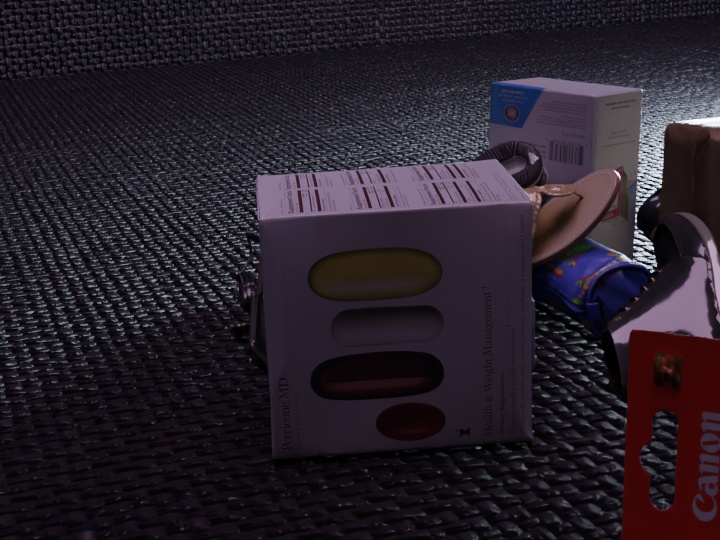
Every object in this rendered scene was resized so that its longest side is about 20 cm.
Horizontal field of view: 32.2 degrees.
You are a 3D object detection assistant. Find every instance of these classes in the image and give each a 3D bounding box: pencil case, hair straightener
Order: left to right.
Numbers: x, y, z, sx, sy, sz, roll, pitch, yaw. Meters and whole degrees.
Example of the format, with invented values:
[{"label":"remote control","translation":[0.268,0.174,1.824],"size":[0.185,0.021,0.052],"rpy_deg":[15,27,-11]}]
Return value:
[{"label":"hair straightener","translation":[-0.102,0.026,1.177],"size":[0.077,0.041,0.200],"rpy_deg":[-37,34,12]},{"label":"pencil case","translation":[0.200,0.005,1.202],"size":[0.086,0.078,0.200],"rpy_deg":[-24,23,-15]}]

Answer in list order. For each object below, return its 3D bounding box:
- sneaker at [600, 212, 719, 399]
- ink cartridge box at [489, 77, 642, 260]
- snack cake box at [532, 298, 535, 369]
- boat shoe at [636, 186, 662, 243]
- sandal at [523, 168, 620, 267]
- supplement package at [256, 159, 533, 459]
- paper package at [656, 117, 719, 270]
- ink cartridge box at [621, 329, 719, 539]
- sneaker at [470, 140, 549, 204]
[{"label":"sneaker","translation":[0.251,0.024,1.056],"size":[0.105,0.075,0.201],"rpy_deg":[-4,42,1]},{"label":"ink cartridge box","translation":[0.214,-0.097,1.329],"size":[0.084,0.201,0.144],"rpy_deg":[-12,20,-41]},{"label":"snack cake box","translation":[0.050,0.044,1.120],"size":[0.199,0.068,0.115],"rpy_deg":[-3,17,-1]},{"label":"boat shoe","translation":[0.340,-0.061,1.355],"size":[0.062,0.075,0.200],"rpy_deg":[45,19,10]},{"label":"sandal","translation":[0.144,-0.041,1.185],"size":[0.211,0.070,0.078],"rpy_deg":[-38,31,29]},{"label":"supplement package","translation":[0.023,0.026,0.970],"size":[0.199,0.192,0.147],"rpy_deg":[-4,17,-3]},{"label":"paper package","translation":[0.388,-0.051,1.168],"size":[0.199,0.192,0.103],"rpy_deg":[-5,18,-11]},{"label":"ink cartridge box","translation":[0.240,0.124,0.683],"size":[0.199,0.164,0.057],"rpy_deg":[5,14,21]},{"label":"sneaker","translation":[0.103,-0.058,1.279],"size":[0.199,0.076,0.115],"rpy_deg":[-17,-26,15]}]
